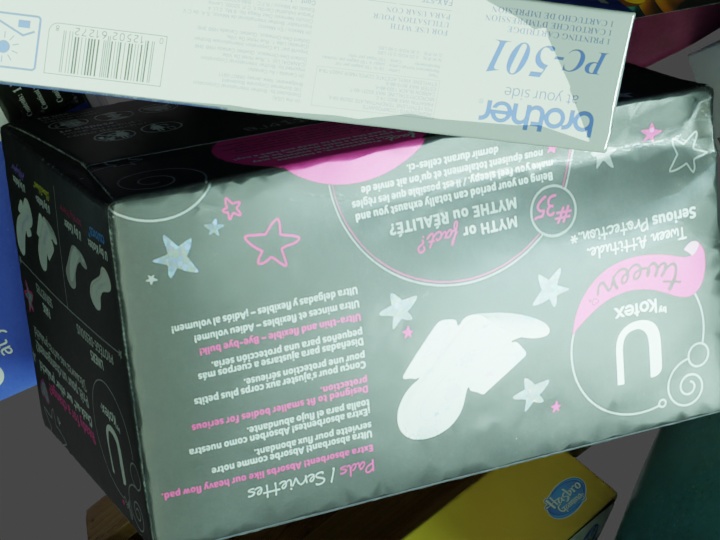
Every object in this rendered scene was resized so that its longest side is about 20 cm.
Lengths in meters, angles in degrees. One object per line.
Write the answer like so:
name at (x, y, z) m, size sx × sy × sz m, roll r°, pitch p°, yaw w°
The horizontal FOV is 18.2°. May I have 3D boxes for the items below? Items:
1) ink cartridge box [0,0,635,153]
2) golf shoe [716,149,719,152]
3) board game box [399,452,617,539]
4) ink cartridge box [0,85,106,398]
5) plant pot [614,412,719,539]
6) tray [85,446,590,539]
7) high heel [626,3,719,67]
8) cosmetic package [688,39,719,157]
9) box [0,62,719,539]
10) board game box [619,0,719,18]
ink cartridge box at (-0.032, -0.076, 0.643) m, size 0.200 × 0.094 × 0.044 m, roll 6°, pitch 107°, yaw -13°
golf shoe at (0.228, -0.052, 0.823) m, size 0.200 × 0.092 × 0.073 m, roll 1°, pitch 118°, yaw -8°
board game box at (0.001, 0.164, 0.821) m, size 0.200 × 0.040 × 0.153 m, roll -33°, pitch 152°, yaw -39°
ink cartridge box at (-0.141, -0.056, 0.776) m, size 0.094 × 0.044 × 0.200 m, roll -24°, pitch 117°, yaw 2°
plant pot at (0.196, 0.078, 0.808) m, size 0.200 × 0.200 × 0.188 m, roll 26°, pitch 72°, yaw -20°
tray at (0.001, 0.072, 0.874) m, size 0.200 × 0.037 × 0.099 m, roll -38°, pitch 116°, yaw 10°
high heel at (0.176, -0.117, 0.796) m, size 0.200 × 0.067 × 0.096 m, roll 1°, pitch 106°, yaw 7°
cosmetic package at (0.196, -0.076, 0.700) m, size 0.151 × 0.200 × 0.052 m, roll -20°, pitch 91°, yaw -2°
box at (0.000, 0.000, 0.733) m, size 0.200 × 0.132 × 0.115 m, roll -11°, pitch 108°, yaw -20°
board game box at (0.085, -0.153, 0.662) m, size 0.126 × 0.035 × 0.200 m, roll -10°, pitch 144°, yaw 13°
